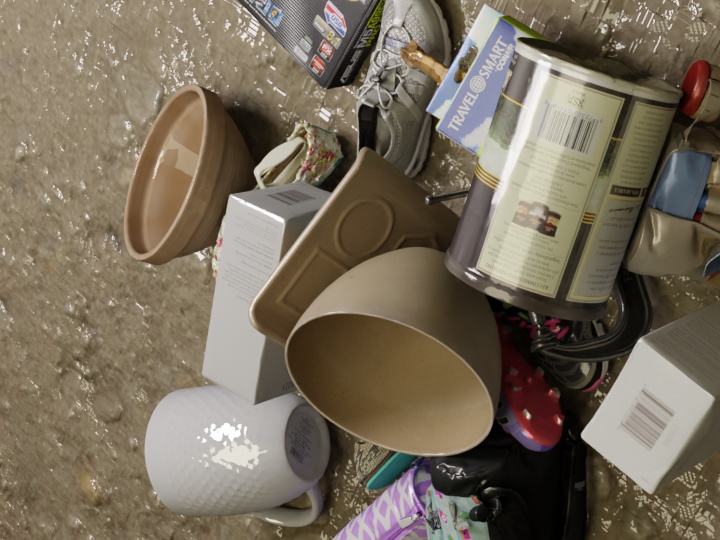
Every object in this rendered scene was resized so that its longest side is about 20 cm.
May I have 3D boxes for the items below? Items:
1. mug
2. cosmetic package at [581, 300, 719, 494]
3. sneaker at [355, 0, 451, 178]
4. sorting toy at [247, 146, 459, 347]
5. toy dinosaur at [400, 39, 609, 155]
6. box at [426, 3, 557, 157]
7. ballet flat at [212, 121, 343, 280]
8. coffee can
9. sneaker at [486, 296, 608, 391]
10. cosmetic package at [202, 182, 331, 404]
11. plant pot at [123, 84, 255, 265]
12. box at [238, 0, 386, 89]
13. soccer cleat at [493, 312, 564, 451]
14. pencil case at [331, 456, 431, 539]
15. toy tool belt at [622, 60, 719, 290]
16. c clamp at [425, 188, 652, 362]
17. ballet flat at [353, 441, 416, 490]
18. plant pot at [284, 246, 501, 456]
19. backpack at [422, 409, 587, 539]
[{"bbox_3d":[-0.117,0.218,1.651,0.175,0.148,0.200,-9,126,33],"label":"mug"},{"bbox_3d":[0.286,0.098,1.232,0.081,0.200,0.113,40,121,23],"label":"cosmetic package"},{"bbox_3d":[0.036,-0.181,1.440,0.075,0.082,0.201,18,113,35],"label":"sneaker"},{"bbox_3d":[0.000,0.000,1.415,0.036,0.185,0.200,35,91,47],"label":"sorting toy"},{"bbox_3d":[0.126,-0.165,1.374,0.199,0.061,0.107,12,137,14],"label":"toy dinosaur"},{"bbox_3d":[0.164,-0.141,1.320,0.200,0.048,0.122,33,108,10],"label":"box"},{"bbox_3d":[-0.100,-0.077,1.532,0.200,0.064,0.076,-52,43,-6],"label":"ballet flat"},{"bbox_3d":[0.169,-0.078,1.227,0.146,0.146,0.201,27,108,31],"label":"coffee can"},{"bbox_3d":[0.161,0.031,1.390,0.074,0.087,0.201,-34,80,40],"label":"sneaker"},{"bbox_3d":[-0.083,0.021,1.467,0.081,0.113,0.201,23,115,34],"label":"cosmetic package"},{"bbox_3d":[-0.177,-0.096,1.608,0.201,0.092,0.202,-39,42,47],"label":"plant pot"},{"bbox_3d":[-0.051,-0.311,1.502,0.200,0.044,0.160,48,127,20],"label":"box"},{"bbox_3d":[0.135,0.114,1.410,0.077,0.066,0.200,-61,35,27],"label":"soccer cleat"},{"bbox_3d":[0.036,0.282,1.564,0.084,0.086,0.200,41,129,0],"label":"pencil case"},{"bbox_3d":[0.306,-0.074,1.243,0.122,0.125,0.201,15,121,-5],"label":"toy tool belt"},{"bbox_3d":[0.172,-0.002,1.339,0.027,0.170,0.201,104,146,-72],"label":"c clamp"},{"bbox_3d":[0.054,0.161,1.536,0.200,0.068,0.076,-40,60,41],"label":"ballet flat"},{"bbox_3d":[0.046,0.058,1.351,0.199,0.135,0.201,15,141,13],"label":"plant pot"},{"bbox_3d":[0.138,0.240,1.436,0.126,0.167,0.201,19,127,43],"label":"backpack"}]
